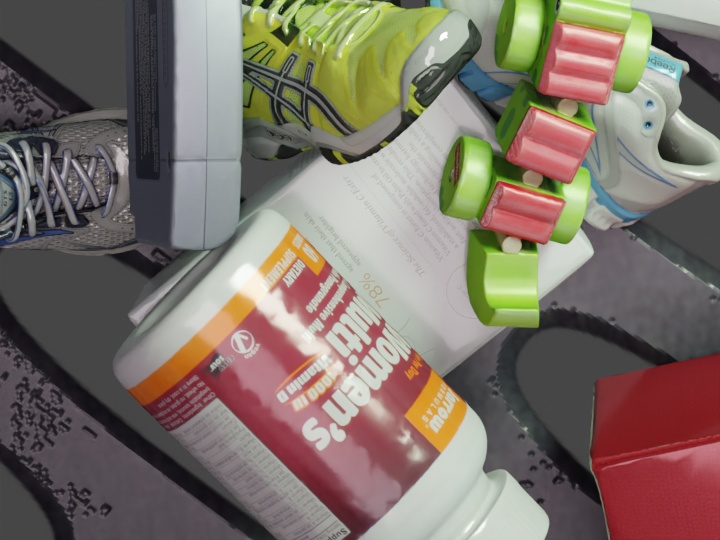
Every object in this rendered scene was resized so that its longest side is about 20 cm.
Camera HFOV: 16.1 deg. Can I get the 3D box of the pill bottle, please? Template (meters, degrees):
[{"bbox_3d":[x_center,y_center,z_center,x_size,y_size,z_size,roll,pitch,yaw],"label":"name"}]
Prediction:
[{"bbox_3d":[-0.011,0.077,1.188,0.110,0.110,0.200,-44,97,7],"label":"pill bottle"}]

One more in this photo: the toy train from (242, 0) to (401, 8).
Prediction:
[{"bbox_3d":[-0.075,-0.159,1.287,0.199,0.034,0.046,16,97,-2],"label":"toy train"}]

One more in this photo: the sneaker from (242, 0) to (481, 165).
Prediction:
[{"bbox_3d":[-0.020,-0.099,1.203,0.075,0.200,0.077,-48,111,-26],"label":"sneaker"}]

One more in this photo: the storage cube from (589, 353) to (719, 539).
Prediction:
[{"bbox_3d":[0.216,0.133,1.251,0.179,0.200,0.172,-12,100,9],"label":"storage cube"}]

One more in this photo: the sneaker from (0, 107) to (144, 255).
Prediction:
[{"bbox_3d":[-0.173,-0.038,1.283,0.199,0.085,0.077,-4,99,1],"label":"sneaker"}]

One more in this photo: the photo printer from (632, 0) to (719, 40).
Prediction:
[{"bbox_3d":[0.205,-0.193,1.258,0.199,0.069,0.167,12,100,-1],"label":"photo printer"}]

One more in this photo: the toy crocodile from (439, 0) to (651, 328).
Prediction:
[{"bbox_3d":[0.088,-0.069,1.177,0.067,0.062,0.201,14,110,-12],"label":"toy crocodile"}]

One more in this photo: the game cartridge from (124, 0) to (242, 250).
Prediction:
[{"bbox_3d":[-0.085,-0.110,1.206,0.041,0.133,0.201,-2,93,-19],"label":"game cartridge"}]

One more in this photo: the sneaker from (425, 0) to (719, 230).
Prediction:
[{"bbox_3d":[0.110,-0.102,1.234,0.086,0.075,0.200,-14,137,39],"label":"sneaker"}]

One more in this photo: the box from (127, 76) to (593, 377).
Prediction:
[{"bbox_3d":[0.000,0.000,1.280,0.200,0.097,0.125,-39,97,6],"label":"box"}]
